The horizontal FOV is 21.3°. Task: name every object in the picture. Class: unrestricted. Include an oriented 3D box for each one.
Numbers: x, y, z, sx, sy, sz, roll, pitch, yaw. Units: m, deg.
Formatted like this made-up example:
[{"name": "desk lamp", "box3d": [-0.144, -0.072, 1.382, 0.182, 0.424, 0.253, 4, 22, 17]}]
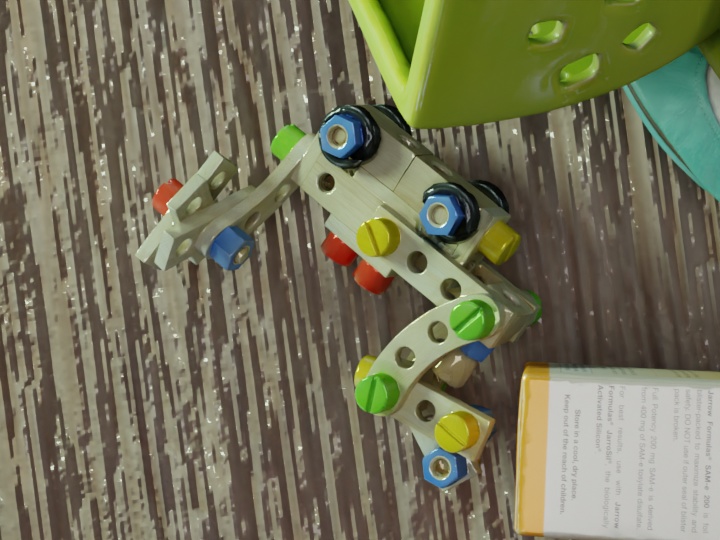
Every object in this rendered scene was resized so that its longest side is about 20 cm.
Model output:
[{"name": "ballet flat", "box3d": [0.196, -0.046, 0.873, 0.200, 0.067, 0.070, 55, 138, 5]}, {"name": "plant pot", "box3d": [0.094, -0.192, 0.791, 0.181, 0.200, 0.200, -1, 131, -16]}, {"name": "supplement box", "box3d": [0.170, 0.083, 0.855, 0.199, 0.126, 0.074, 2, 89, 6]}, {"name": "toy construction set", "box3d": [0.000, 0.000, 0.894, 0.200, 0.092, 0.131, 34, 109, 5]}]
